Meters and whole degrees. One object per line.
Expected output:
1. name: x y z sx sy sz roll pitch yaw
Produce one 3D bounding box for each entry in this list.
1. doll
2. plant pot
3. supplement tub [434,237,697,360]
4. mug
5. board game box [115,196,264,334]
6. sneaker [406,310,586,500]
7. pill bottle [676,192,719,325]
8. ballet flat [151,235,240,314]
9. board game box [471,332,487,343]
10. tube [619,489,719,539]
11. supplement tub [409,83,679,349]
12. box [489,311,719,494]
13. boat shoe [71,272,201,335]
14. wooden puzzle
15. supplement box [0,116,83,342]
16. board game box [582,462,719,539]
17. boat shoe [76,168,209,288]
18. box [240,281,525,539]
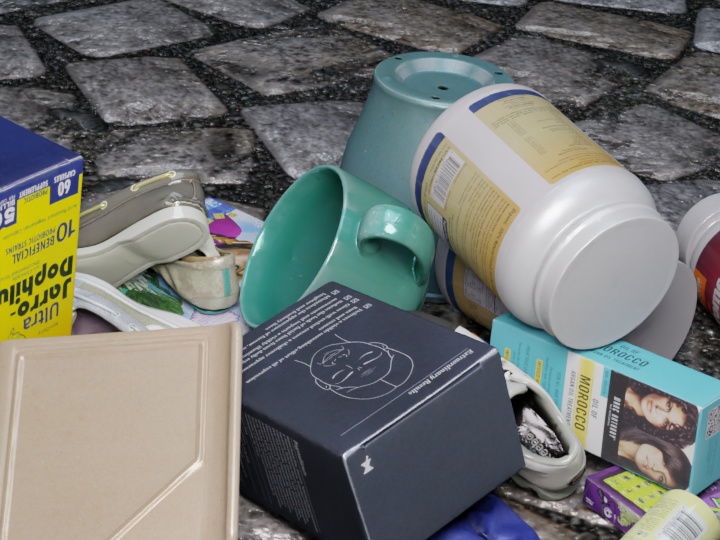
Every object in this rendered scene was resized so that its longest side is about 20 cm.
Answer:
1. doll: 0.060 0.176 1.318 0.136 0.049 0.200 -15 34 -25
2. plant pot: 0.072 -0.100 1.692 0.199 0.189 0.200 5 27 -2
3. supplement tub: 0.178 0.008 1.554 0.144 0.145 0.200 -19 36 -38
4. mug: -0.007 0.008 1.467 0.114 0.152 0.185 28 5 -26
5. board game box: -0.132 0.012 1.599 0.199 0.041 0.200 24 34 31
6. sneaker: 0.096 0.090 1.370 0.200 0.089 0.074 37 74 12
7. pill bottle: 0.367 0.012 1.619 0.109 0.110 0.200 -3 29 -16
8. ballet flat: -0.167 -0.030 1.560 0.067 0.063 0.200 -20 37 -36
9. board game box: 0.047 0.104 1.483 0.199 0.020 0.103 -14 36 -33
10. tube: 0.175 0.230 1.232 0.200 0.052 0.058 -39 8 -34
11. supplement tub: 0.145 -0.043 1.414 0.144 0.145 0.200 -11 40 -29
12. box: 0.193 0.100 1.400 0.200 0.083 0.049 23 32 37
13. boat shoe: -0.217 0.056 1.471 0.201 0.075 0.065 20 26 11
14. wooden puzzle: -0.179 0.129 1.267 0.199 0.037 0.186 -7 58 10
15. supplement box: -0.296 -0.005 1.385 0.109 0.201 0.109 26 34 26
16. board game box: 0.278 0.198 1.340 0.120 0.032 0.200 -18 36 -32
17. boat shoe: -0.217 -0.027 1.512 0.201 0.072 0.060 -21 56 22
18. box: -0.004 0.108 1.304 0.148 0.107 0.200 -31 31 -27
